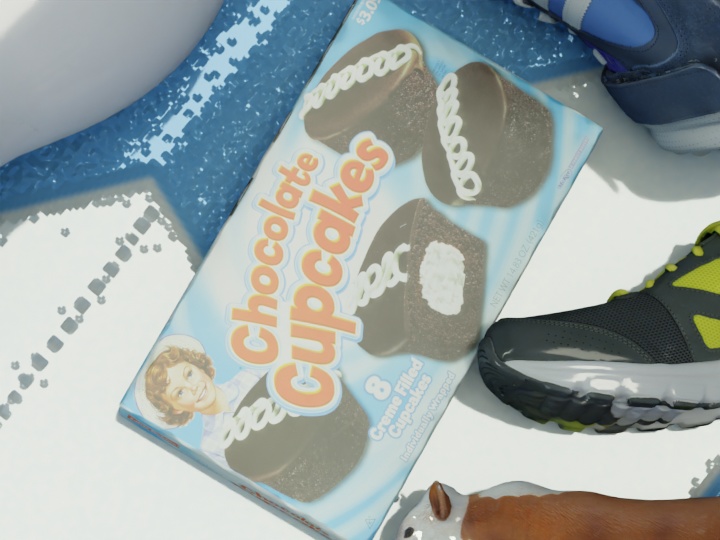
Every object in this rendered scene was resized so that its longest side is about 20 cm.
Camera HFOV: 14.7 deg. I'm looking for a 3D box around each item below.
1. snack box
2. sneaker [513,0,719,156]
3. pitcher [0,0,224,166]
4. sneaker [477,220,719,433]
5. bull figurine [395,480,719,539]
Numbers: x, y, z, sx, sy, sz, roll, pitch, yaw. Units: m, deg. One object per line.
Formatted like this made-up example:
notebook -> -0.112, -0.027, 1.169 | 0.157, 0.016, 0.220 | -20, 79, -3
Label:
snack box -> 0.000, 0.000, 1.135 | 0.116, 0.037, 0.201 | 30, 81, -2
sneaker -> 0.098, -0.106, 1.140 | 0.081, 0.199, 0.147 | -46, 134, -30
pitcher -> -0.150, -0.118, 1.068 | 0.172, 0.121, 0.200 | 48, 59, -14
sneaker -> 0.141, 0.018, 1.138 | 0.199, 0.074, 0.085 | -1, 77, -15
bull figurine -> 0.108, 0.134, 1.106 | 0.199, 0.065, 0.122 | -4, 64, -11
